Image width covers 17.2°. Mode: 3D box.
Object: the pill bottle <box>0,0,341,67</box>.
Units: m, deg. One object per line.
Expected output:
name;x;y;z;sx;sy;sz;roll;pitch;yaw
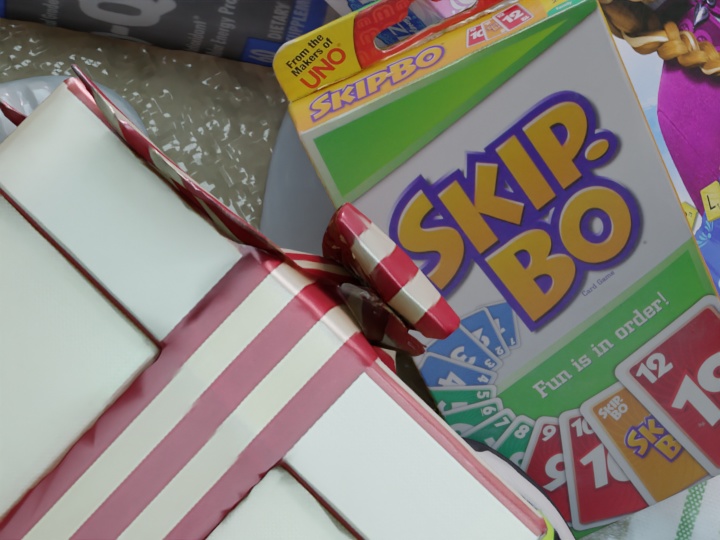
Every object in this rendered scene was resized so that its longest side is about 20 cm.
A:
pill bottle;-0.093;-0.135;0.778;0.199;0.114;0.114;10;78;-7

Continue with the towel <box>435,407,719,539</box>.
towel;0.111;0.100;0.814;0.199;0.031;0.150;21;74;-3

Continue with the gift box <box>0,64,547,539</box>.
gift box;-0.068;0.054;0.631;0.200;0.185;0.187;45;84;0

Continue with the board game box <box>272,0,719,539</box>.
board game box;0.054;-0.003;0.728;0.095;0.030;0.201;-25;120;4

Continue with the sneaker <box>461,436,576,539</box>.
sneaker;0.049;0.146;0.733;0.071;0.083;0.201;-21;101;13

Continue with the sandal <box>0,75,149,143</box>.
sandal;-0.169;-0.020;0.778;0.202;0.050;0.083;-4;96;-10

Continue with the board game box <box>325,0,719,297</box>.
board game box;0.090;-0.117;0.779;0.199;0.041;0.201;41;61;-30

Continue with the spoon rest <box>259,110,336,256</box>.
spoon rest;0.000;0.000;0.786;0.099;0.061;0.201;13;76;31
